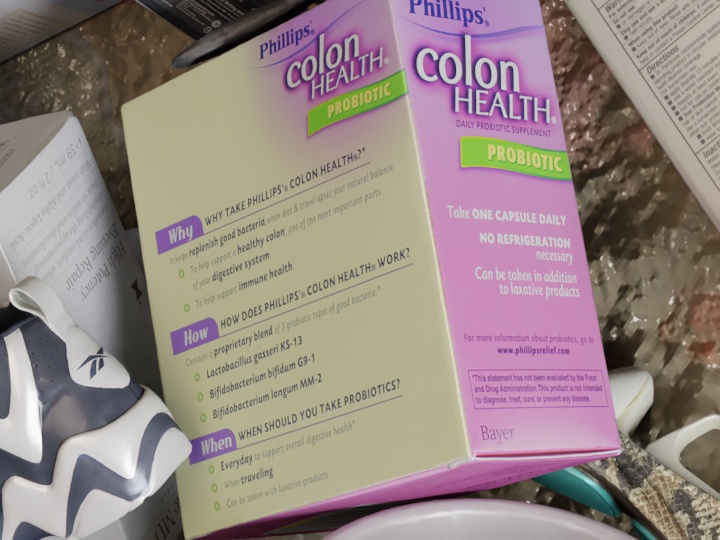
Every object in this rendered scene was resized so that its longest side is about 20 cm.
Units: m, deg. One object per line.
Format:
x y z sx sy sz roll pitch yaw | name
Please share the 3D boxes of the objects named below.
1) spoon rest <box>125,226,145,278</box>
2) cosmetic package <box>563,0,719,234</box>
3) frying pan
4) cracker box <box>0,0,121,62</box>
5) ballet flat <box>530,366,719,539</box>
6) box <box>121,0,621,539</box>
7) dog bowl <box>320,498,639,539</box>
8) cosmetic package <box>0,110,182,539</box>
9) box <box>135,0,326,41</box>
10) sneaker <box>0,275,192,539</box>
-0.086 -0.010 1.096 0.198 0.061 0.100 -2 85 14 | spoon rest
0.170 -0.089 0.949 0.103 0.073 0.201 -37 69 20 | cosmetic package
0.015 -0.139 0.970 0.189 0.115 0.031 -24 84 25 | frying pan
-0.230 -0.142 1.134 0.199 0.134 0.058 -22 73 24 | cracker box
0.127 0.088 0.963 0.199 0.068 0.075 35 81 27 | ballet flat
0.000 0.000 0.949 0.175 0.096 0.202 -21 74 43 | box
0.052 0.160 0.878 0.199 0.200 0.059 18 120 28 | dog bowl
-0.142 0.041 1.035 0.074 0.102 0.201 -10 116 26 | cosmetic package
-0.030 -0.168 0.992 0.161 0.200 0.049 -37 49 21 | box
-0.182 0.070 0.960 0.198 0.079 0.130 -27 100 33 | sneaker
